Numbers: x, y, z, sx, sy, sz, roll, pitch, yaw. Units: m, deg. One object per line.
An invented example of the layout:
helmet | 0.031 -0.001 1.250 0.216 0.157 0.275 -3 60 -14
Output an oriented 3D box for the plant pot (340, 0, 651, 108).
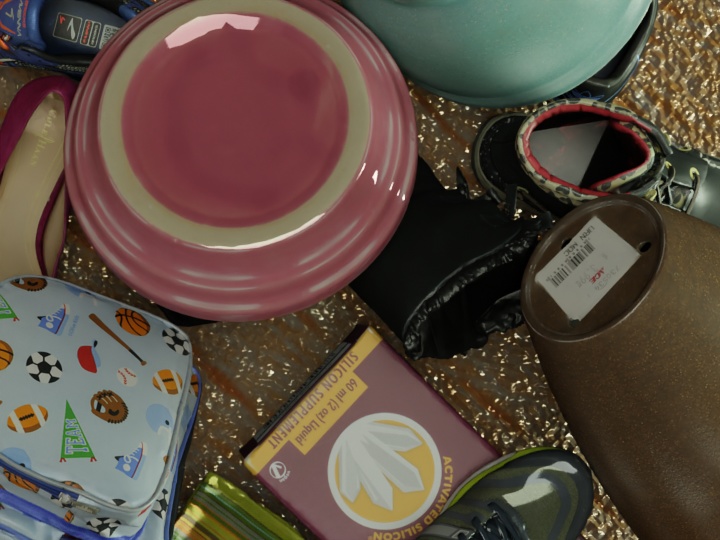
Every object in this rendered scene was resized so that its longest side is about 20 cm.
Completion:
plant pot | 0.059 -0.201 1.339 0.199 0.134 0.202 -3 84 25

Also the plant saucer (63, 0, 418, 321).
plant saucer | -0.068 -0.074 1.306 0.199 0.051 0.202 -1 70 3

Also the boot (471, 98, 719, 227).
boot | 0.169 -0.047 1.375 0.202 0.154 0.074 16 88 -4

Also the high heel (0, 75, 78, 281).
high heel | -0.203 -0.015 1.374 0.067 0.096 0.202 11 89 -5

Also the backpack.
backpack | -0.189 0.096 1.302 0.189 0.201 0.155 17 131 -7

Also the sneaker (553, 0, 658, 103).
sneaker | 0.159 -0.193 1.413 0.070 0.078 0.202 13 89 -4

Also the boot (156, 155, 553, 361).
boot | 0.000 0.001 1.346 0.197 0.162 0.074 -29 133 -20

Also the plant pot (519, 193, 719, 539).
plant pot | 0.179 0.050 1.319 0.187 0.187 0.200 -51 128 -3

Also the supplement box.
supplement box | 0.036 0.140 1.397 0.200 0.086 0.110 44 86 -3

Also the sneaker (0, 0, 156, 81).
sneaker | -0.203 -0.151 1.384 0.198 0.078 0.076 5 89 -5

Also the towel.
towel | -0.111 0.219 1.364 0.086 0.018 0.201 32 79 16

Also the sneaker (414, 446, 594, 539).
sneaker | 0.051 0.174 1.314 0.200 0.081 0.074 -40 93 -2
